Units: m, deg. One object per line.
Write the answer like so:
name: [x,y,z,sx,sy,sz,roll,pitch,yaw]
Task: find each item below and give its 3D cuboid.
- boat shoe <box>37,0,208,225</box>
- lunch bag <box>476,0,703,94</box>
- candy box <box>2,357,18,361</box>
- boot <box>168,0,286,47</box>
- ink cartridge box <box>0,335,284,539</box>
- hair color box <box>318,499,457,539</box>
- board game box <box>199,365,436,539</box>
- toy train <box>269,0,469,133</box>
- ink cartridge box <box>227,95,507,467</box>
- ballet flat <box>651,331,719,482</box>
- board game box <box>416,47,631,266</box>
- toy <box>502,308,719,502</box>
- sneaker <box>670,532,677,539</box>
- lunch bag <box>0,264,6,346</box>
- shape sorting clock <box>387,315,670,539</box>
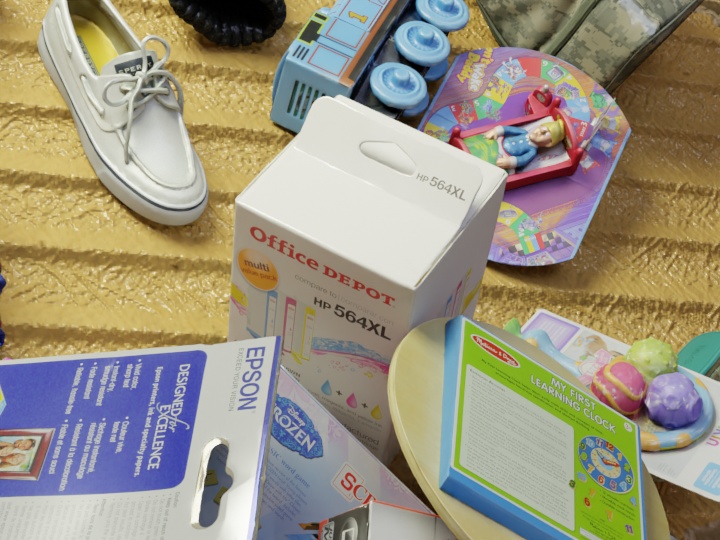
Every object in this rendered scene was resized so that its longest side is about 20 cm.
boat shoe: [-0.163,-0.131,0.981,0.074,0.086,0.202,-16,64,-33]
lunch bag: [0.204,-0.257,1.211,0.168,0.139,0.200,46,51,3]
candy box: [-0.127,0.140,0.818,0.199,0.061,0.137,12,54,-18]
boot: [-0.161,-0.266,1.085,0.210,0.080,0.158,7,54,-22]
ink cartridge box: [-0.140,0.124,0.693,0.199,0.047,0.198,-4,43,9]
hair color box: [0.072,0.199,0.757,0.199,0.061,0.102,19,62,-25]
board game box: [-0.044,0.184,0.759,0.200,0.041,0.200,45,56,-7]
toy train: [0.010,-0.175,1.100,0.114,0.087,0.200,26,49,2]
ink cartridge box: [0.000,0.000,0.871,0.128,0.201,0.125,25,48,17]
ballet flat: [0.224,0.116,1.008,0.200,0.071,0.071,-32,74,-36]
board game box: [0.126,-0.104,1.091,0.157,0.039,0.201,26,65,5]
toy: [0.184,0.076,0.962,0.199,0.047,0.115,19,41,31]
sneaker: [0.139,0.226,0.879,0.199,0.075,0.087,-7,66,-28]
lunch bag: [-0.329,-0.021,0.832,0.199,0.094,0.151,-10,63,-20]
shape sorting clock: [0.096,0.108,0.774,0.199,0.039,0.201,26,39,-23]
